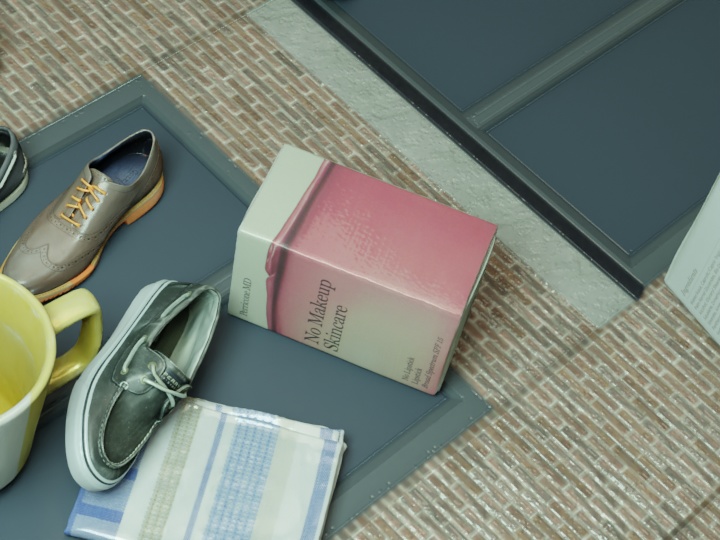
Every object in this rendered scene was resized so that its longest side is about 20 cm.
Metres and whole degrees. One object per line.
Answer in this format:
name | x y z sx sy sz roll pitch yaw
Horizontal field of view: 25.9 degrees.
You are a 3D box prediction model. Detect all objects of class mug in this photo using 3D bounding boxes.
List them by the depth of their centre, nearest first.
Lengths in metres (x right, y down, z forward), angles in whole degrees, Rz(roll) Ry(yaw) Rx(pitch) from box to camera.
mug | -0.289 0.099 1.188 0.186 0.153 0.150 0 53 -11

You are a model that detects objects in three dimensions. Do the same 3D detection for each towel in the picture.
towel | -0.120 0.171 1.249 0.199 0.024 0.147 13 55 1

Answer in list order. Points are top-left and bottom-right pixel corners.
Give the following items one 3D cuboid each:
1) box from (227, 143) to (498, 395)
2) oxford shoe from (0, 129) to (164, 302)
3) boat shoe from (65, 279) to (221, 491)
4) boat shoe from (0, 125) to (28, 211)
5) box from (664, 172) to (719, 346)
box | 0.000 0.000 1.332 0.199 0.128 0.109 21 53 6
oxford shoe | -0.245 -0.052 1.359 0.071 0.073 0.200 30 54 11
boat shoe | -0.169 0.082 1.233 0.071 0.072 0.200 -11 45 35
boat shoe | -0.361 -0.052 1.344 0.073 0.063 0.200 30 54 12
box | 0.416 -0.022 1.383 0.199 0.200 0.171 -25 64 -25
